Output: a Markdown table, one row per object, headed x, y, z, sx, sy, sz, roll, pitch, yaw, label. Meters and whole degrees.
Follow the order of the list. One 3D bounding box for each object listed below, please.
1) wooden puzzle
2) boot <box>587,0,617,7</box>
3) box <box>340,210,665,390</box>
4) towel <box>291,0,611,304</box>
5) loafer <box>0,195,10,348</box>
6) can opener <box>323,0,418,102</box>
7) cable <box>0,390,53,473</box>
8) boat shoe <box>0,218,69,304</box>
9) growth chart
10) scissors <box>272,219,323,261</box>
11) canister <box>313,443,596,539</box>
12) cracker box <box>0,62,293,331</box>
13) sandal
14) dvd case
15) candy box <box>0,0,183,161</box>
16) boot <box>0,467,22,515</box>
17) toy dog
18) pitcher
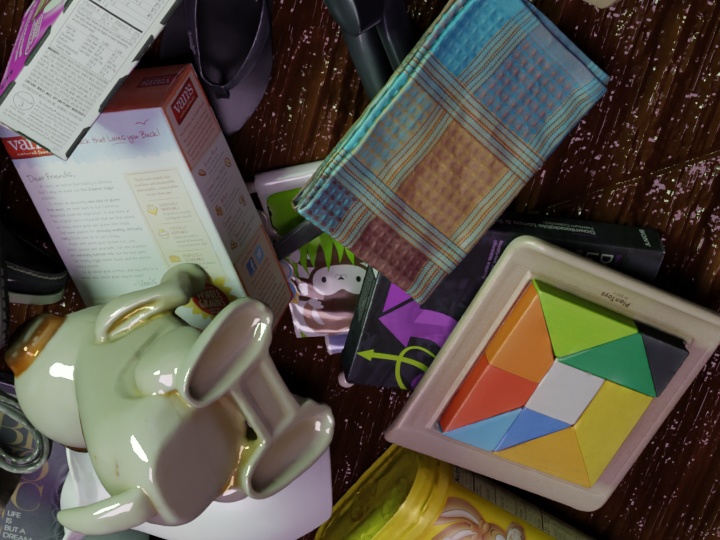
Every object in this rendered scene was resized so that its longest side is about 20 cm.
| x | y | z | sx | sy | sz | roll | pitch | yaw | label |
| --- | --- | --- | --- | --- | --- | --- | --- | --- | --- |
| 0.141 | 0.081 | 1.491 | 0.185 | 0.037 | 0.200 | 21 | 120 | -24 | wooden puzzle |
| 0.145 | -0.261 | 1.274 | 0.166 | 0.072 | 0.200 | 35 | 123 | -20 | boot |
| 0.099 | 0.025 | 1.488 | 0.199 | 0.036 | 0.143 | 5 | 124 | -15 | box |
| 0.062 | -0.084 | 1.373 | 0.200 | 0.022 | 0.147 | -51 | 131 | 3 | towel |
| -0.273 | -0.045 | 1.402 | 0.071 | 0.073 | 0.201 | -5 | 84 | -7 | loafer |
| 0.010 | -0.151 | 1.362 | 0.063 | 0.079 | 0.200 | 16 | 140 | 41 | can opener |
| -0.298 | 0.065 | 1.510 | 0.097 | 0.050 | 0.200 | -28 | 88 | -3 | cable |
| -0.286 | -0.041 | 1.461 | 0.200 | 0.072 | 0.068 | 31 | 112 | -5 | boat shoe |
| 0.000 | 0.000 | 1.511 | 0.144 | 0.018 | 0.200 | -18 | 120 | 15 | growth chart |
| -0.020 | -0.046 | 1.465 | 0.200 | 0.014 | 0.073 | -19 | 124 | 18 | scissors |
| 0.083 | 0.227 | 1.627 | 0.200 | 0.087 | 0.149 | 30 | 122 | -19 | canister |
| -0.144 | -0.040 | 1.447 | 0.134 | 0.058 | 0.200 | -3 | 128 | 27 | cracker box |
| -0.086 | -0.171 | 1.378 | 0.076 | 0.043 | 0.200 | 13 | 125 | -5 | sandal |
| -0.231 | 0.172 | 1.648 | 0.148 | 0.016 | 0.200 | 14 | 124 | -6 | dvd case |
| -0.148 | -0.184 | 1.316 | 0.061 | 0.137 | 0.200 | 31 | 121 | -18 | candy box |
| -0.321 | 0.122 | 1.510 | 0.166 | 0.200 | 0.072 | 35 | 96 | -4 | boot |
| -0.145 | 0.089 | 1.399 | 0.194 | 0.200 | 0.140 | -52 | 131 | -15 | toy dog |
| -0.123 | 0.126 | 1.537 | 0.199 | 0.121 | 0.172 | -3 | 125 | -5 | pitcher |
